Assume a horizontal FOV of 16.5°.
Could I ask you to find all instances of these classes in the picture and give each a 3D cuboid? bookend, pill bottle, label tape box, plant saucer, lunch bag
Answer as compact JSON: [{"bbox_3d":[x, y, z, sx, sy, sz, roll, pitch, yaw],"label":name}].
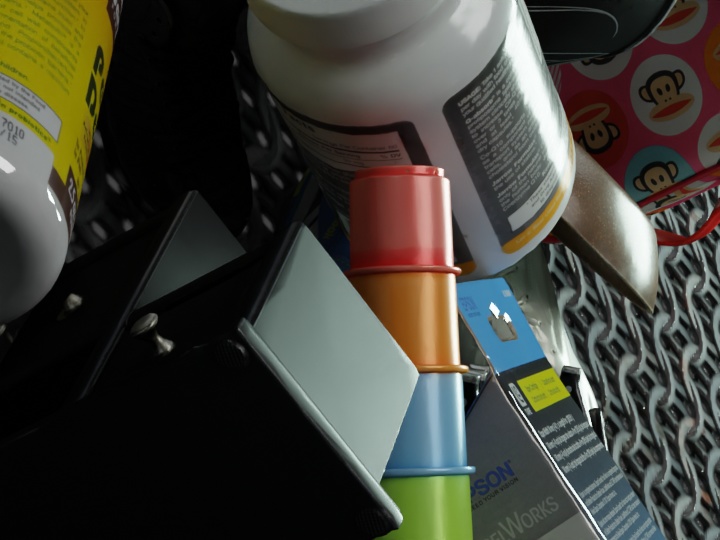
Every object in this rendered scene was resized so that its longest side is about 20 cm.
[{"bbox_3d":[-0.066,0.035,0.926,0.092,0.199,0.199,52,33,-20],"label":"bookend"},{"bbox_3d":[-0.153,-0.080,0.967,0.109,0.109,0.201,42,37,-32],"label":"pill bottle"},{"bbox_3d":[0.078,0.104,1.063,0.200,0.063,0.144,57,11,7],"label":"label tape box"},{"bbox_3d":[0.089,-0.058,1.291,0.200,0.037,0.200,43,2,-2],"label":"plant saucer"},{"bbox_3d":[0.019,-0.088,1.058,0.200,0.116,0.117,63,19,-55],"label":"pill bottle"},{"bbox_3d":[0.159,-0.101,1.377,0.082,0.199,0.177,-18,86,-58],"label":"lunch bag"}]

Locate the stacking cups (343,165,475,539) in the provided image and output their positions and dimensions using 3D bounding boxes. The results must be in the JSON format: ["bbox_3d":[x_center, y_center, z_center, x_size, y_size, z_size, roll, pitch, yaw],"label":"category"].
[{"bbox_3d":[0.021,0.060,0.971,0.060,0.060,0.201,3,86,-56],"label":"stacking cups"}]

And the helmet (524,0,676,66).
[{"bbox_3d":[0.048,-0.188,1.188,0.190,0.200,0.201,10,57,-28],"label":"helmet"}]

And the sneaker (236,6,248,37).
[{"bbox_3d":[-0.086,-0.183,1.124,0.089,0.074,0.201,-82,167,-60],"label":"sneaker"}]

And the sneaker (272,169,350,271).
[{"bbox_3d":[0.000,0.000,1.171,0.074,0.082,0.200,48,37,-27],"label":"sneaker"}]

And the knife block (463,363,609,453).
[{"bbox_3d":[0.086,0.147,1.160,0.176,0.064,0.201,61,25,-43],"label":"knife block"}]

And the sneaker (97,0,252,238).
[{"bbox_3d":[-0.081,-0.105,1.074,0.060,0.104,0.201,-27,101,-30],"label":"sneaker"}]

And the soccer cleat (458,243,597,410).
[{"bbox_3d":[0.071,0.023,1.272,0.201,0.069,0.078,63,13,-8],"label":"soccer cleat"}]
